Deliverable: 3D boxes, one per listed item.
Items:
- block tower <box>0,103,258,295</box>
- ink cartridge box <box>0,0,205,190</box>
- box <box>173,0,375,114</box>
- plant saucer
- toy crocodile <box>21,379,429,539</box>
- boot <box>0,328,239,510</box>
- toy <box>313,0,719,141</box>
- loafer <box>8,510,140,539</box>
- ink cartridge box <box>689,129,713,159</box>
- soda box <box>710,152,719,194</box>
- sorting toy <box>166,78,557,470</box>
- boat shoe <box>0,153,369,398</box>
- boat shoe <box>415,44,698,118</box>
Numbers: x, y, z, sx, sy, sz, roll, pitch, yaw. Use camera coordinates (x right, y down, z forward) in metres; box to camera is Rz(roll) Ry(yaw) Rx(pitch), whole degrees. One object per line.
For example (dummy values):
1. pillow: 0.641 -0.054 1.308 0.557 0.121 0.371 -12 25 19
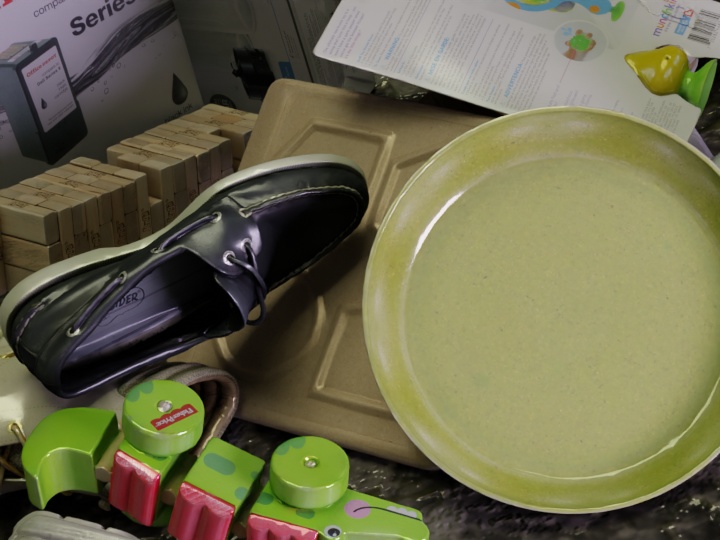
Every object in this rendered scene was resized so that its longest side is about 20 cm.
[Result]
1. block tower: -0.128 -0.037 1.514 0.058 0.054 0.200 14 28 38
2. ink cartridge box: -0.180 -0.116 1.559 0.146 0.200 0.084 -34 39 -25
3. box: -0.102 -0.146 1.649 0.200 0.117 0.060 7 43 28
4. plant saucer: 0.101 0.020 1.318 0.200 0.031 0.200 0 77 2
5. toy crocodile: -0.063 0.109 1.282 0.200 0.068 0.062 19 42 10
6. boot: -0.173 0.095 1.374 0.155 0.072 0.200 15 41 35
7. toy: 0.089 -0.114 1.430 0.200 0.047 0.115 16 54 16
8. loafer: -0.080 0.165 1.254 0.200 0.070 0.070 9 74 28
9. ink cartridge box: 0.092 -0.035 1.480 0.200 0.042 0.119 -16 34 -4
10. soda box: 0.230 -0.050 1.328 0.068 0.064 0.200 -46 5 -36
11. sorting toy: 0.000 0.000 1.410 0.200 0.036 0.185 12 77 37
12. boat shoe: -0.080 0.007 1.357 0.199 0.075 0.066 -20 42 -10
13. boat shoe: 0.101 -0.086 1.476 0.201 0.063 0.073 -35 54 -16
